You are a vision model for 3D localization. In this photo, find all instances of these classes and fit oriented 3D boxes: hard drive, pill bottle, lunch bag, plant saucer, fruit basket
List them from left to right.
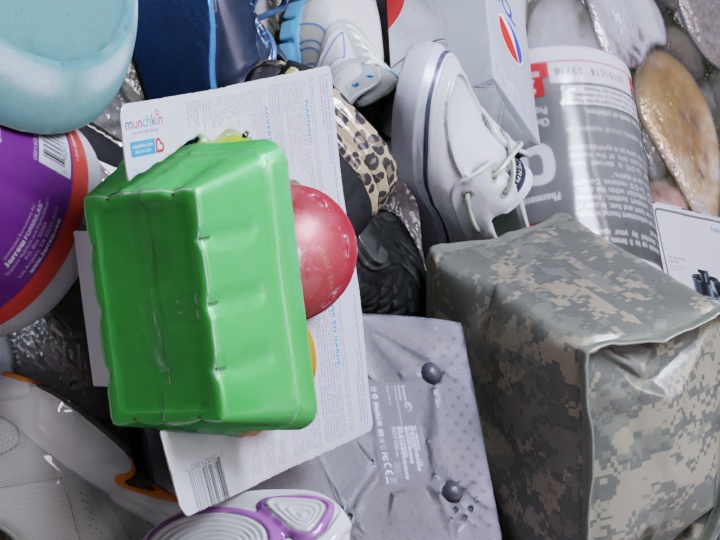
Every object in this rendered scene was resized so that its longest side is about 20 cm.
[{"bbox_3d":[-0.216,-0.052,1.308,0.200,0.112,0.113,30,50,-44],"label":"pill bottle"},{"bbox_3d":[-0.165,-0.158,1.328,0.200,0.027,0.200,35,41,-39],"label":"plant saucer"},{"bbox_3d":[-0.054,0.004,1.374,0.200,0.094,0.186,-24,108,-67],"label":"fruit basket"},{"bbox_3d":[-0.028,0.091,1.513,0.200,0.042,0.135,-1,72,-31],"label":"hard drive"},{"bbox_3d":[0.123,-0.025,1.790,0.114,0.114,0.200,18,58,-51],"label":"pill bottle"},{"bbox_3d":[0.121,0.094,1.625,0.117,0.164,0.200,-14,116,-28],"label":"lunch bag"}]

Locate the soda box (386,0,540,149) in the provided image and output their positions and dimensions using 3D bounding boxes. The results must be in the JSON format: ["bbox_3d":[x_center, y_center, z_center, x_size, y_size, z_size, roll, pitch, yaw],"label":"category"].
[{"bbox_3d":[0.057,-0.150,1.765,0.063,0.068,0.200,53,24,-40],"label":"soda box"}]

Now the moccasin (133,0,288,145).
[{"bbox_3d":[-0.075,-0.106,1.586,0.068,0.080,0.200,-18,101,-43],"label":"moccasin"}]

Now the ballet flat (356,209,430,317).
[{"bbox_3d":[0.000,0.000,1.633,0.200,0.057,0.067,32,37,-70],"label":"ballet flat"}]

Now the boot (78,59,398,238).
[{"bbox_3d":[-0.081,-0.051,1.485,0.200,0.073,0.151,38,53,-4],"label":"boot"}]

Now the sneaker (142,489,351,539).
[{"bbox_3d":[-0.082,0.177,1.346,0.075,0.200,0.100,49,-4,46],"label":"sneaker"}]

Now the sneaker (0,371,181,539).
[{"bbox_3d":[-0.119,0.137,1.384,0.200,0.076,0.092,42,80,-22],"label":"sneaker"}]

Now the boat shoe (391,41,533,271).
[{"bbox_3d":[0.065,-0.060,1.657,0.200,0.067,0.074,72,33,-59],"label":"boat shoe"}]

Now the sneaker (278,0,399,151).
[{"bbox_3d":[-0.002,-0.100,1.674,0.075,0.087,0.200,43,40,-33],"label":"sneaker"}]

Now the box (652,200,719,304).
[{"bbox_3d":[0.213,0.062,1.926,0.117,0.060,0.200,8,67,-54],"label":"box"}]
